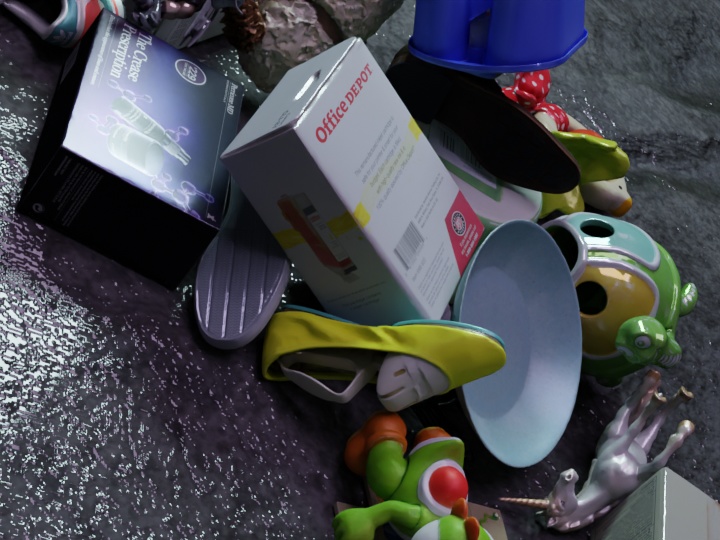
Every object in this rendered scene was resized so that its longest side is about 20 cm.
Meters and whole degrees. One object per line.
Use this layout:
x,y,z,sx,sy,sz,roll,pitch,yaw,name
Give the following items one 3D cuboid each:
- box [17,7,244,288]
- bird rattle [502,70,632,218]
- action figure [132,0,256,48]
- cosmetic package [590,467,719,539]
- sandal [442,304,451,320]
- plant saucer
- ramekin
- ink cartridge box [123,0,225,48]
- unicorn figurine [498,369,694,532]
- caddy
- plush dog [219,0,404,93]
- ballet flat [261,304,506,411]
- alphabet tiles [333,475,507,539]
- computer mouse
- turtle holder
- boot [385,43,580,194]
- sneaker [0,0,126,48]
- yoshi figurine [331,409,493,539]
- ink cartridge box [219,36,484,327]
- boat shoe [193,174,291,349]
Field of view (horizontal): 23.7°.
-0.178,-0.101,1.369,0.141,0.079,0.201,30,35,-21,box
0.210,-0.125,1.798,0.163,0.113,0.200,30,20,-37,bird rattle
-0.178,-0.268,1.433,0.199,0.069,0.131,27,64,-2,action figure
0.235,0.266,1.336,0.087,0.103,0.200,35,35,-12,cosmetic package
-0.002,0.007,1.445,0.207,0.059,0.079,46,44,-31,sandal
0.118,0.060,1.399,0.201,0.039,0.202,5,84,-54,plant saucer
0.070,-0.076,1.565,0.199,0.098,0.201,26,36,-21,ramekin
-0.179,-0.285,1.569,0.145,0.084,0.200,46,34,8,ink cartridge box
0.217,0.156,1.441,0.074,0.138,0.200,44,17,17,unicorn figurine
0.122,-0.221,1.497,0.141,0.106,0.200,9,23,20,caddy
-0.040,-0.231,1.547,0.160,0.172,0.200,35,-8,40,plush dog
0.012,0.072,1.296,0.067,0.199,0.067,-66,149,-31,ballet flat
0.070,0.236,1.291,0.199,0.006,0.167,19,40,-30,alphabet tiles
0.079,0.070,1.449,0.141,0.046,0.200,52,43,-5,computer mouse
0.212,0.031,1.538,0.132,0.141,0.186,33,39,-38,turtle holder
0.119,-0.151,1.541,0.199,0.075,0.097,33,37,-9,boot
-0.285,-0.268,1.454,0.200,0.070,0.093,53,29,13,sneaker
0.045,0.201,1.243,0.200,0.112,0.112,-113,-179,-54,yoshi figurine
-0.002,-0.060,1.351,0.200,0.083,0.145,56,37,-20,ink cartridge box
-0.082,-0.016,1.368,0.073,0.067,0.201,7,59,11,boat shoe
